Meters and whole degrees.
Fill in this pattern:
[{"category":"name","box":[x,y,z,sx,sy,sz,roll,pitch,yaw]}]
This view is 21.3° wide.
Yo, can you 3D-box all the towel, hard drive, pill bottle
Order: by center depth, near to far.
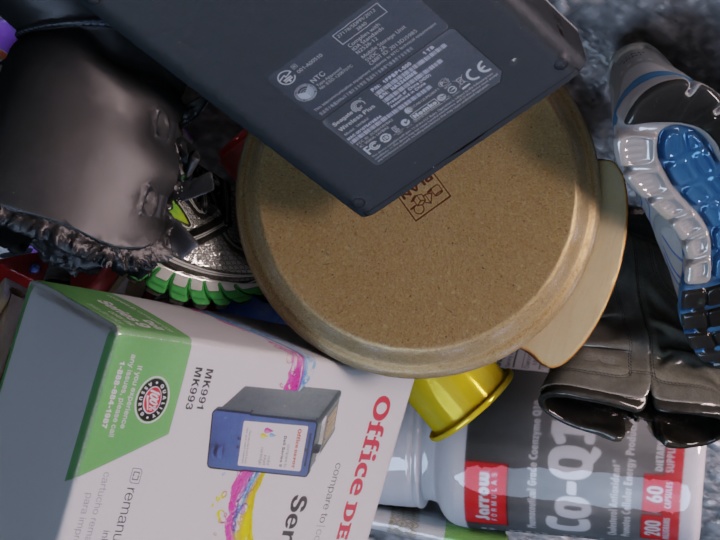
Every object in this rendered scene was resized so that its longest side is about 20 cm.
[{"category":"hard drive","box":[-0.012,-0.115,0.854,0.140,0.033,0.200,-33,133,24]},{"category":"pill bottle","box":[0.108,0.104,1.164,0.200,0.114,0.114,4,142,10]},{"category":"towel","box":[-0.005,0.147,1.243,0.200,0.149,0.031,12,100,1]}]

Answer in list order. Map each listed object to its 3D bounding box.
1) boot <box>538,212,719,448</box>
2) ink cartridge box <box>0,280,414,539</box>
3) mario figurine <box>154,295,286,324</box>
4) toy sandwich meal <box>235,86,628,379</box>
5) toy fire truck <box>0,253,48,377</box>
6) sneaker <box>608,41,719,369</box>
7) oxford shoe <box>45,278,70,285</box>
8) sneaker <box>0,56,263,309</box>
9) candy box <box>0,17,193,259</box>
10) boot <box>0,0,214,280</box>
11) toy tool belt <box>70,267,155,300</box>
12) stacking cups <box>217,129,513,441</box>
[{"category":"boot","box":[0.110,0.020,1.042,0.200,0.131,0.068,13,143,-2]},{"category":"ink cartridge box","box":[-0.084,0.097,0.972,0.200,0.145,0.087,12,-173,-44]},{"category":"mario figurine","box":[-0.071,0.051,1.143,0.200,0.124,0.106,-29,171,32]},{"category":"toy sandwich meal","box":[0.037,-0.035,0.985,0.205,0.205,0.070,9,175,4]},{"category":"toy fire truck","box":[-0.220,0.047,1.095,0.049,0.200,0.141,28,150,-20]},{"category":"sneaker","box":[0.178,-0.037,0.986,0.075,0.087,0.200,-23,125,6]},{"category":"oxford shoe","box":[-0.188,0.052,1.221,0.073,0.084,0.200,6,163,-16]},{"category":"sneaker","box":[-0.108,-0.045,0.966,0.200,0.078,0.085,25,118,-33]},{"category":"candy box","box":[-0.221,-0.084,1.048,0.200,0.072,0.168,-9,138,24]},{"category":"boot","box":[-0.152,-0.093,0.869,0.198,0.163,0.073,21,167,-29]},{"category":"toy tool belt","box":[-0.127,0.089,1.079,0.123,0.200,0.125,29,155,-31]},{"category":"stacking cups","box":[0.000,0.000,1.048,0.200,0.061,0.060,51,133,-6]}]
